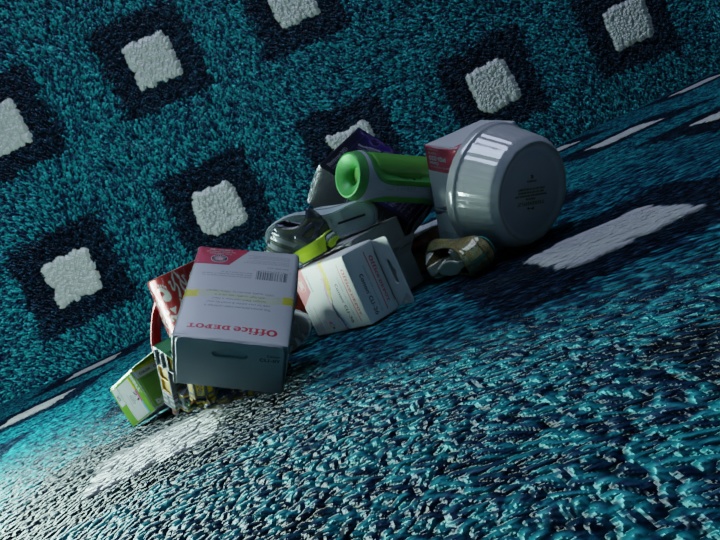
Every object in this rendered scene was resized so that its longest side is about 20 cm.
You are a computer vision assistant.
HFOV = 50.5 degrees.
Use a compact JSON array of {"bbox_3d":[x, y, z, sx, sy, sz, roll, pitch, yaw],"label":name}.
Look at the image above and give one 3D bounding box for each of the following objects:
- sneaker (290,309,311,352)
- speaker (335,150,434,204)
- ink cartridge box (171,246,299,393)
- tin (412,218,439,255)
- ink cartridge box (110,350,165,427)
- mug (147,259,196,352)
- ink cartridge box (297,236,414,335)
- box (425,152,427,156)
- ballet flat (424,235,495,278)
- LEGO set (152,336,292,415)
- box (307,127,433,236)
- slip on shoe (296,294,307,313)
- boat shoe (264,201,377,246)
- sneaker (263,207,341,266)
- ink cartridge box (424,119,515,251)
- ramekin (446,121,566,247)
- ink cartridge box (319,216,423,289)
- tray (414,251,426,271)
[{"bbox_3d":[-0.163,0.105,1.263,0.199,0.075,0.082,-23,15,24],"label":"sneaker"},{"bbox_3d":[0.059,-0.154,1.279,0.199,0.089,0.088,-1,-9,-36],"label":"speaker"},{"bbox_3d":[-0.161,0.061,1.017,0.144,0.084,0.201,6,35,-3],"label":"ink cartridge box"},{"bbox_3d":[0.131,-0.069,1.511,0.112,0.042,0.200,-27,5,16],"label":"tin"},{"bbox_3d":[-0.279,0.151,1.185,0.148,0.076,0.200,-30,-4,-44],"label":"ink cartridge box"},{"bbox_3d":[-0.311,0.098,1.371,0.177,0.201,0.133,-24,6,-3],"label":"mug"},{"bbox_3d":[-0.016,0.027,1.193,0.067,0.117,0.200,-29,6,-36],"label":"ink cartridge box"},{"bbox_3d":[0.213,-0.155,1.462,0.136,0.201,0.039,-29,14,-36],"label":"box"},{"bbox_3d":[0.141,-0.016,1.217,0.070,0.071,0.200,-27,6,-20],"label":"ballet flat"},{"bbox_3d":[-0.193,0.146,1.087,0.153,0.117,0.200,15,33,32],"label":"LEGO set"},{"bbox_3d":[0.027,-0.145,1.406,0.148,0.199,0.105,-51,-10,-40],"label":"box"},{"bbox_3d":[-0.165,0.047,1.358,0.074,0.200,0.061,-47,16,17],"label":"slip on shoe"},{"bbox_3d":[-0.062,-0.072,1.312,0.199,0.074,0.067,-11,6,10],"label":"boat shoe"},{"bbox_3d":[-0.128,-0.036,1.258,0.199,0.081,0.074,-27,2,20],"label":"sneaker"},{"bbox_3d":[0.198,-0.135,1.281,0.145,0.201,0.085,-27,26,-31],"label":"ink cartridge box"},{"bbox_3d":[0.237,-0.129,1.198,0.202,0.204,0.094,-28,28,-30],"label":"ramekin"},{"bbox_3d":[0.000,0.000,1.325,0.199,0.126,0.128,-17,10,46],"label":"ink cartridge box"},{"bbox_3d":[0.100,-0.015,1.500,0.199,0.037,0.099,-20,7,35],"label":"tray"}]
